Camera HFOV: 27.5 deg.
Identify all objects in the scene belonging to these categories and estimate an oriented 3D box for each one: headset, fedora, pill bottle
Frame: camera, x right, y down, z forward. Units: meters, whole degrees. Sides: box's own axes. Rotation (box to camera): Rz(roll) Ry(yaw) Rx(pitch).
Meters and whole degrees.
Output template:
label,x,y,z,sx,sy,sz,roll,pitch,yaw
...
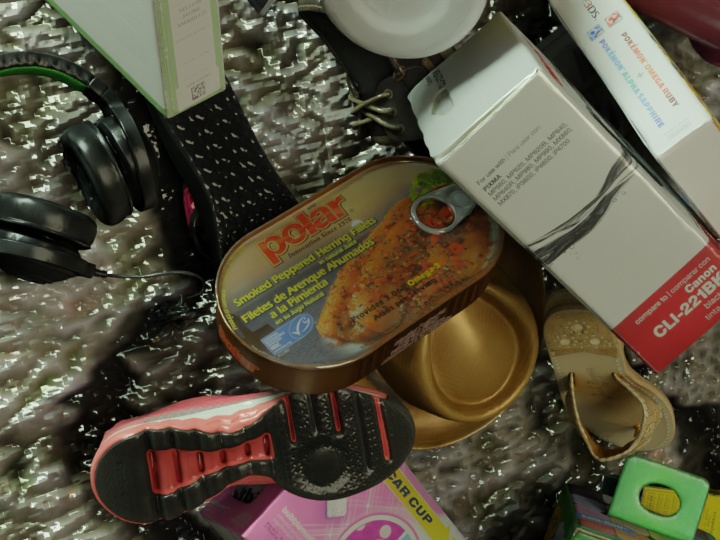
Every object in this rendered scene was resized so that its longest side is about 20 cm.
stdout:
label,x,y,z,sx,sy,sz,roll,pitch,yaw
headset,-0.172,-0.038,0.883,0.200,0.094,0.124,45,75,-11
fedora,0.059,0.039,0.995,0.200,0.082,0.201,-8,108,-24
pill bottle,0.040,-0.223,0.921,0.104,0.104,0.200,51,32,-25

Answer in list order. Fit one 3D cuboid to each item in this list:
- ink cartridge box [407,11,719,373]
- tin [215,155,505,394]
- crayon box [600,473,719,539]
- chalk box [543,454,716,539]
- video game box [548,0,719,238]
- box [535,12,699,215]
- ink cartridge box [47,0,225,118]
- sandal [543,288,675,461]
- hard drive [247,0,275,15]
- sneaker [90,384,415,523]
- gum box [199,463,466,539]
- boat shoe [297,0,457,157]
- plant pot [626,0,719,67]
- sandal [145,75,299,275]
label,x,y,z,sx,sy,sz,roll,pitch,yaw
ink cartridge box,0.132,-0.052,0.915,0.200,0.144,0.084,41,104,-19
tin,0.000,0.000,0.907,0.200,0.042,0.112,-32,67,-28
crayon box,0.271,0.239,1.180,0.200,0.051,0.127,13,88,-31
chalk box,0.185,0.233,1.037,0.124,0.124,0.200,19,98,2
video game box,0.218,-0.085,0.972,0.047,0.182,0.200,-38,133,12
box,0.182,-0.082,1.069,0.156,0.041,0.200,-42,117,-47
ink cartridge box,-0.136,-0.196,0.781,0.048,0.146,0.200,-31,148,-24
sandal,0.173,0.101,1.058,0.212,0.078,0.070,59,34,-46
hard drive,-0.066,-0.250,0.866,0.135,0.042,0.200,48,31,-26
sneaker,-0.068,0.098,0.914,0.200,0.087,0.074,-6,106,-10
gum box,-0.005,0.187,0.994,0.114,0.066,0.200,-46,116,-19
boat shoe,0.032,-0.116,0.987,0.200,0.074,0.073,37,75,-28
plant pot,0.238,-0.246,1.016,0.179,0.200,0.200,10,89,-17
sandal,-0.083,-0.043,0.946,0.075,0.045,0.200,-25,93,-33
